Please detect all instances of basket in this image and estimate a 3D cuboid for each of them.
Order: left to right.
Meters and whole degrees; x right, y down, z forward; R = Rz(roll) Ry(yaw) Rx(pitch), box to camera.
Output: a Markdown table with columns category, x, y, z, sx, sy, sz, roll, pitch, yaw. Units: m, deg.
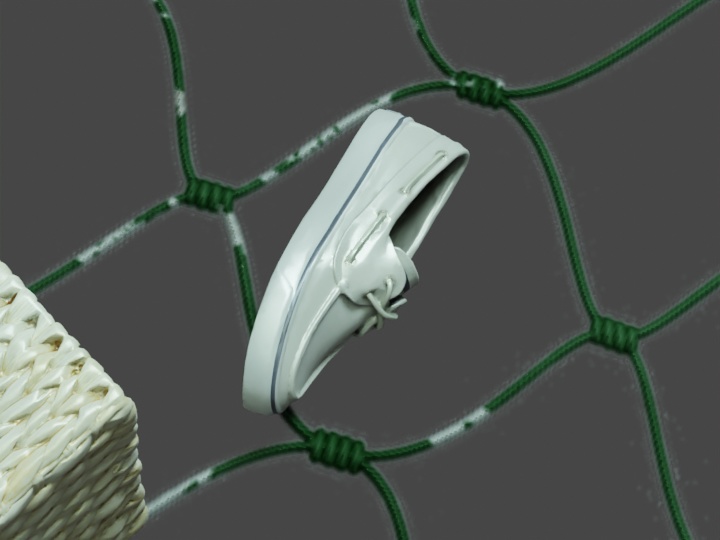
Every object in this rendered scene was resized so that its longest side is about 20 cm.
| category | x | y | z | sx | sy | sz | roll | pitch | yaw |
| --- | --- | --- | --- | --- | --- | --- | --- | --- | --- |
| basket | -0.224 | 0.103 | 1.132 | 0.161 | 0.198 | 0.200 | 41 | 70 | 16 |

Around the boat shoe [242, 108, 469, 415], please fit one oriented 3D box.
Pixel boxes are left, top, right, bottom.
| category | x | y | z | sx | sy | sz | roll | pitch | yaw |
| --- | --- | --- | --- | --- | --- | --- | --- | --- | --- |
| boat shoe | 0.000 | 0.000 | 1.253 | 0.065 | 0.072 | 0.200 | 20 | 56 | 16 |
